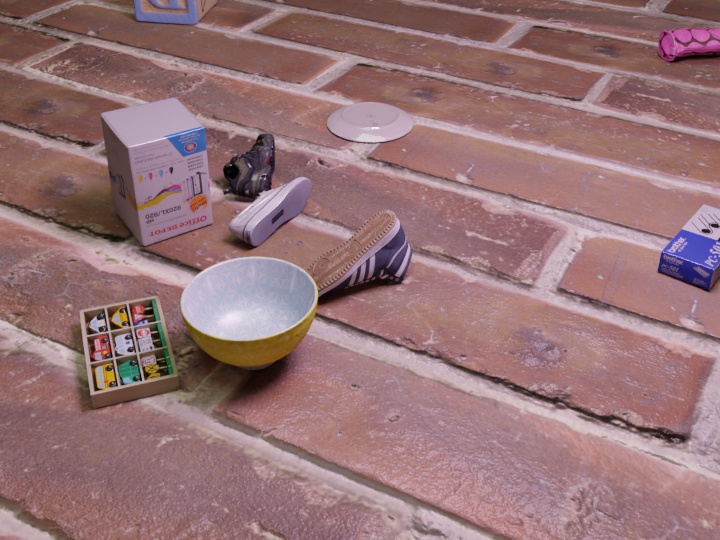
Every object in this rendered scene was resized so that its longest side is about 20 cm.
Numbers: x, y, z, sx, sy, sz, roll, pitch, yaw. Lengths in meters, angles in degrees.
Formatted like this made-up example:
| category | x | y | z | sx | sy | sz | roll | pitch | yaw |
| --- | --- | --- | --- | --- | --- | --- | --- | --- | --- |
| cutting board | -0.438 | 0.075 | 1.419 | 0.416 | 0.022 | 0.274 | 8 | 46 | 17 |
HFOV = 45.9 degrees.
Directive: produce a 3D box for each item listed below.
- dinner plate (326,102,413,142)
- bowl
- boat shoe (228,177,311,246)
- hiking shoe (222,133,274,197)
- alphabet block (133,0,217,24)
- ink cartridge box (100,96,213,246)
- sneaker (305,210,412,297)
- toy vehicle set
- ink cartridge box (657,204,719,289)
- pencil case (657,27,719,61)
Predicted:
| category | x | y | z | sx | sy | sz | roll | pitch | yaw |
| --- | --- | --- | --- | --- | --- | --- | --- | --- | --- |
| dinner plate | 0.022 | -0.342 | 1.916 | 0.197 | 0.025 | 0.201 | 0 | 36 | 0 |
| bowl | -0.159 | 0.080 | 1.247 | 0.197 | 0.109 | 0.201 | 0 | 35 | 0 |
| boat shoe | -0.165 | -0.121 | 1.560 | 0.065 | 0.074 | 0.200 | 23 | 40 | 22 |
| hiking shoe | -0.222 | -0.215 | 1.689 | 0.099 | 0.077 | 0.201 | 3 | 36 | -2 |
| alphabet block | -0.542 | -0.847 | 2.476 | 0.193 | 0.198 | 0.201 | 7 | 35 | 7 |
| ink cartridge box | -0.364 | -0.179 | 1.530 | 0.146 | 0.202 | 0.145 | -20 | 42 | -27 |
| sneaker | 0.000 | 0.000 | 1.408 | 0.199 | 0.109 | 0.070 | -39 | 45 | 0 |
| toy vehicle set | -0.347 | 0.116 | 1.266 | 0.122 | 0.027 | 0.201 | -11 | 37 | -16 |
| ink cartridge box | 0.603 | -0.044 | 1.481 | 0.093 | 0.045 | 0.199 | 23 | 42 | 32 |
| pencil case | 0.886 | -0.593 | 2.222 | 0.197 | 0.091 | 0.095 | -7 | 49 | -6 |
